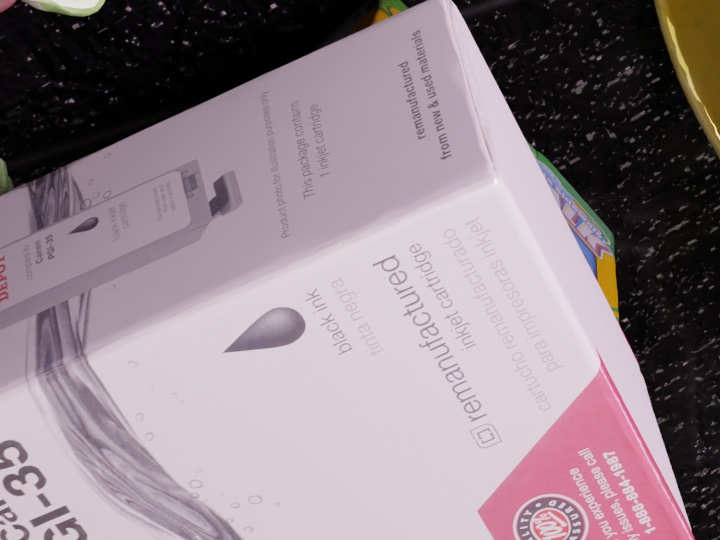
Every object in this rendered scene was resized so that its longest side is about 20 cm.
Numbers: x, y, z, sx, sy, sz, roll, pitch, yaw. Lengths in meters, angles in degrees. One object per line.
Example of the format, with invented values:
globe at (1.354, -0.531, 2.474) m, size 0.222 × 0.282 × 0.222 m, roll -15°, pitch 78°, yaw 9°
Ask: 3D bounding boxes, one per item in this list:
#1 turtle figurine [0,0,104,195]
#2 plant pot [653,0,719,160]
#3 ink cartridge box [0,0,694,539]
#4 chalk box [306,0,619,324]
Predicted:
turtle figurine at (-0.092, -0.089, 0.693) m, size 0.200 × 0.194 × 0.144 m, roll 46°, pitch 65°, yaw -14°
plant pot at (0.211, -0.090, 0.820) m, size 0.142 × 0.200 × 0.201 m, roll -32°, pitch 138°, yaw -20°
ink cartridge box at (-0.033, 0.041, 0.662) m, size 0.199 × 0.083 × 0.147 m, roll -24°, pitch 128°, yaw 10°
chalk box at (0.000, 0.000, 0.818) m, size 0.125 × 0.200 × 0.124 m, roll -41°, pitch 101°, yaw 14°
